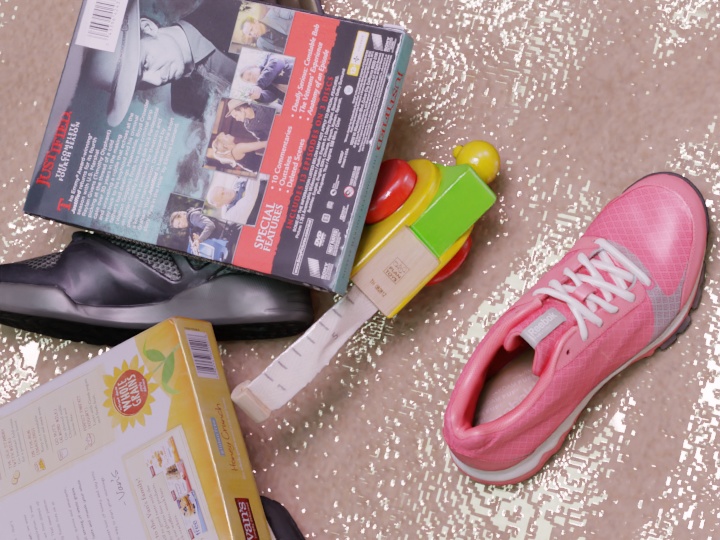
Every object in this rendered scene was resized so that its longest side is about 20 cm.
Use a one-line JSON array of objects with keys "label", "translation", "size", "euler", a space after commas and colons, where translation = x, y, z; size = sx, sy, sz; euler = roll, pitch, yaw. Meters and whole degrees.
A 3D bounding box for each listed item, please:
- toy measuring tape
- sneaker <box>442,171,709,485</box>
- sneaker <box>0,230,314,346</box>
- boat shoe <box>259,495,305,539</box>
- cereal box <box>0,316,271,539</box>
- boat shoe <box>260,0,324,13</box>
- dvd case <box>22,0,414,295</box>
[{"label": "toy measuring tape", "translation": [0.000, 0.000, 1.347], "size": [0.200, 0.074, 0.074], "euler": [-45, 70, -3]}, {"label": "sneaker", "translation": [0.116, 0.031, 1.300], "size": [0.074, 0.087, 0.200], "euler": [39, 91, 20]}, {"label": "sneaker", "translation": [-0.124, -0.017, 1.393], "size": [0.198, 0.076, 0.115], "euler": [-4, 75, 13]}, {"label": "boat shoe", "translation": [-0.024, 0.208, 1.321], "size": [0.202, 0.063, 0.074], "euler": [64, 142, 30]}, {"label": "cereal box", "translation": [-0.149, 0.130, 1.358], "size": [0.199, 0.039, 0.145], "euler": [-27, 70, 30]}, {"label": "boat shoe", "translation": [-0.046, -0.113, 1.370], "size": [0.065, 0.072, 0.201], "euler": [-44, 47, 42]}, {"label": "dvd case", "translation": [-0.080, -0.078, 1.331], "size": [0.199, 0.022, 0.147], "euler": [13, 85, 23]}]
